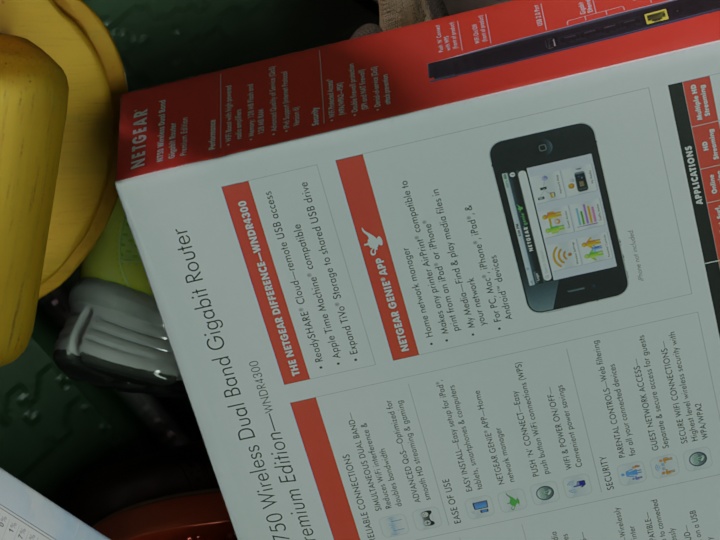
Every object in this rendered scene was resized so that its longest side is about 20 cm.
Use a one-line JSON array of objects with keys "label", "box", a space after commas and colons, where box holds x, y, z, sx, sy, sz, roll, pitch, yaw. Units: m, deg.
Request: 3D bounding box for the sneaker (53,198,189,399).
[{"label": "sneaker", "box": [0.000, 0.000, 0.820, 0.200, 0.078, 0.090, 9, 82, -40]}]

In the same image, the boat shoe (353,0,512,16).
[{"label": "boat shoe", "box": [-0.018, -0.129, 0.778, 0.200, 0.057, 0.067, 34, 106, -27]}]

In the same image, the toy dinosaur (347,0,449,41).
[{"label": "toy dinosaur", "box": [0.016, -0.047, 0.760, 0.088, 0.047, 0.200, -45, 128, -43]}]

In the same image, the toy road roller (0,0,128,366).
[{"label": "toy road roller", "box": [-0.157, -0.039, 0.683, 0.200, 0.146, 0.123, 2, 108, -27]}]

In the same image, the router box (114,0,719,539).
[{"label": "router box", "box": [0.045, 0.025, 0.723, 0.179, 0.049, 0.200, -12, 123, 5]}]

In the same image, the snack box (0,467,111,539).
[{"label": "snack box", "box": [-0.137, 0.102, 0.732, 0.200, 0.169, 0.068, 37, 58, -33]}]

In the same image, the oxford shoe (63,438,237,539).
[{"label": "oxford shoe", "box": [0.002, 0.070, 0.829, 0.200, 0.073, 0.071, -6, 121, -11]}]
